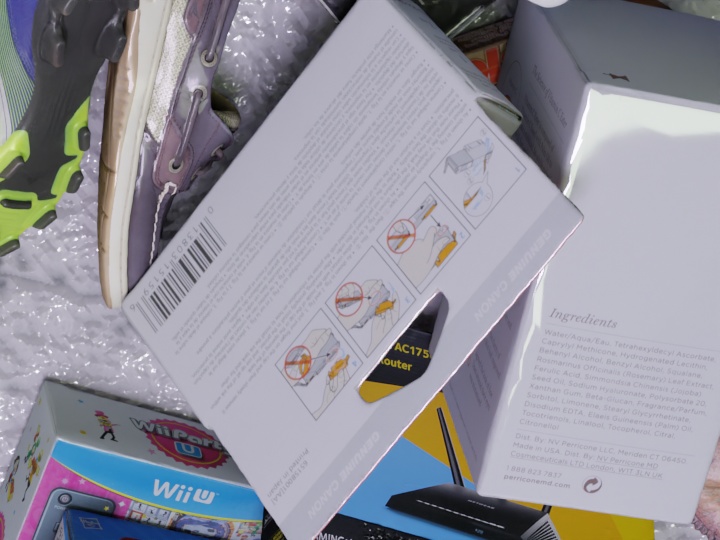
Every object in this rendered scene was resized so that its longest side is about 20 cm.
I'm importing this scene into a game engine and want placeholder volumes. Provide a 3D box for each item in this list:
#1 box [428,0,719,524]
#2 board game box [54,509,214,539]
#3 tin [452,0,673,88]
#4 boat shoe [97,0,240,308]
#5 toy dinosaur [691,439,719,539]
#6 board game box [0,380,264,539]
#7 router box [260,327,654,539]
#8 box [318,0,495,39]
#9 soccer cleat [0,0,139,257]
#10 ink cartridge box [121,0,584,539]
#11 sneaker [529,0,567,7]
[{"bbox_3d":[0.114,-0.010,1.039,0.106,0.152,0.201,10,112,-11],"label":"box"},{"bbox_3d":[-0.085,0.236,1.137,0.199,0.056,0.197,16,110,-20],"label":"board game box"},{"bbox_3d":[0.082,-0.071,1.112,0.199,0.042,0.112,-18,121,-4],"label":"tin"},{"bbox_3d":[-0.088,-0.074,1.056,0.064,0.072,0.201,4,109,-12],"label":"boat shoe"},{"bbox_3d":[0.190,0.071,1.149,0.135,0.086,0.201,14,78,-15],"label":"toy dinosaur"},{"bbox_3d":[-0.126,0.172,1.164,0.147,0.064,0.201,16,110,-20],"label":"board game box"},{"bbox_3d":[0.051,0.112,1.129,0.199,0.150,0.051,15,147,-19],"label":"router box"},{"bbox_3d":[0.012,-0.209,1.028,0.160,0.049,0.200,-40,116,5],"label":"box"},{"bbox_3d":[-0.161,-0.089,1.042,0.064,0.084,0.201,-6,138,-40],"label":"soccer cleat"},{"bbox_3d":[0.000,0.000,1.001,0.200,0.174,0.043,-51,144,15],"label":"ink cartridge box"},{"bbox_3d":[0.038,-0.193,0.967,0.075,0.087,0.200,-40,114,9],"label":"sneaker"}]
